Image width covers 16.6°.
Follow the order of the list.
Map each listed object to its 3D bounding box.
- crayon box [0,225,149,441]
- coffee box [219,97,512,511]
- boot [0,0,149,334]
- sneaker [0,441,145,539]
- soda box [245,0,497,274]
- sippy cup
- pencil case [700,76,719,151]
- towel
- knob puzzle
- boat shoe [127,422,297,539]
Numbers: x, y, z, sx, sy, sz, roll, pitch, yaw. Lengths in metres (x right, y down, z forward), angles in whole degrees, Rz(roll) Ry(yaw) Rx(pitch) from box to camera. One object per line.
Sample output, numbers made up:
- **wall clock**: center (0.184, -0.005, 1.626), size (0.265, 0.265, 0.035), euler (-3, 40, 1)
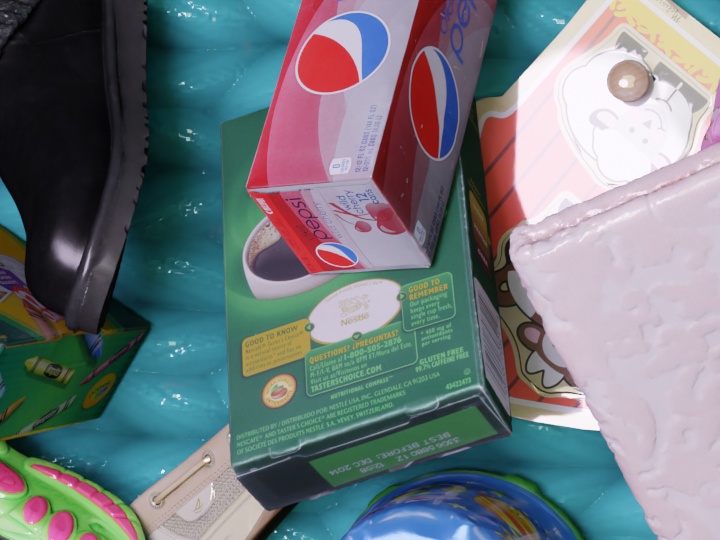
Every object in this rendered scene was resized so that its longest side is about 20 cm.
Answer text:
- **crayon box**: center (-0.186, 0.021, 1.126), size (0.119, 0.200, 0.058), euler (32, 98, 11)
- **coffee box**: center (0.000, 0.000, 1.108), size (0.123, 0.044, 0.201), euler (-19, 49, 16)
- **boot**: center (-0.180, -0.062, 1.129), size (0.157, 0.212, 0.080), euler (7, 134, -11)
- **sneaker**: center (-0.194, 0.113, 1.188), size (0.200, 0.077, 0.084), euler (34, 121, 25)
- **soda box**: center (0.012, -0.099, 1.098), size (0.063, 0.070, 0.201), euler (-4, 53, 27)
- **sippy cup**: center (0.037, 0.154, 1.104), size (0.178, 0.130, 0.140), euler (-41, 77, 4)
- **pencil case**: center (0.191, -0.140, 1.093), size (0.082, 0.087, 0.201), euler (3, 81, -1)
- **towel**: center (0.185, 0.023, 1.072), size (0.190, 0.032, 0.200), euler (-24, 124, 10)
- **knob puzzle**: center (0.124, -0.012, 1.144), size (0.219, 0.030, 0.221), euler (0, 89, 13)
- **boat shoe**: center (-0.032, 0.062, 1.159), size (0.065, 0.072, 0.200), euler (43, 104, 9)
